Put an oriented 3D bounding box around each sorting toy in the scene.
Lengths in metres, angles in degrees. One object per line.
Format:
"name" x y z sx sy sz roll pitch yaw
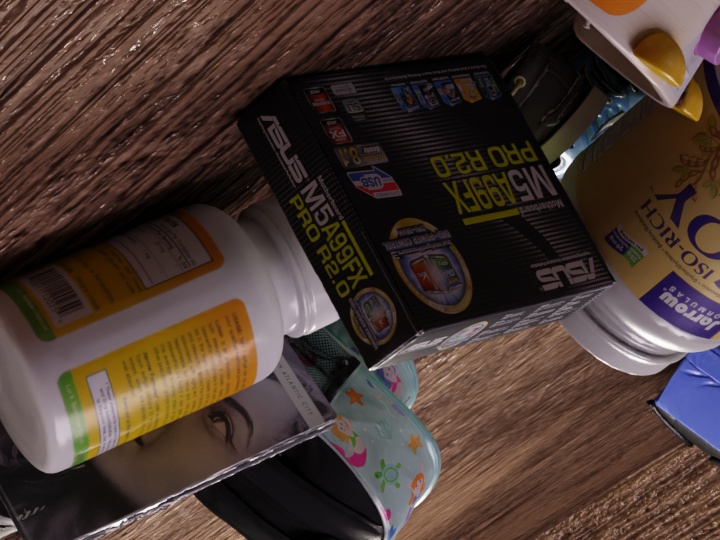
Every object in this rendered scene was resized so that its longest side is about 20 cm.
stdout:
"sorting toy" 0.193 -0.188 1.491 0.180 0.107 0.200 -49 166 4

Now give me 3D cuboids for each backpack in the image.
"backpack" -0.044 0.107 1.850 0.151 0.200 0.178 -44 178 -37
"backpack" 0.451 0.155 3.206 0.168 0.162 0.200 -49 165 0

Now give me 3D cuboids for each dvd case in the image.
"dvd case" -0.135 0.072 1.625 0.199 0.149 0.016 -23 152 -22

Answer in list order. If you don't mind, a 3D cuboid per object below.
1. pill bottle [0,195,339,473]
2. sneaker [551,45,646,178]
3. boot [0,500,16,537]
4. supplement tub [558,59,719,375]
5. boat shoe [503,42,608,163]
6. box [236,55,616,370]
"pill bottle" -0.114 0.029 1.580 0.199 0.111 0.111 -23 167 -21
"sneaker" 0.149 -0.103 1.718 0.090 0.079 0.200 -16 162 -29
"boot" -0.285 0.187 1.935 0.174 0.069 0.200 -32 169 14
"supplement tub" 0.208 -0.043 1.632 0.200 0.146 0.145 -43 162 34
"boat shoe" 0.069 -0.074 1.702 0.201 0.061 0.072 -37 -168 43
"box" 0.040 -0.037 1.543 0.044 0.161 0.200 -38 163 36
